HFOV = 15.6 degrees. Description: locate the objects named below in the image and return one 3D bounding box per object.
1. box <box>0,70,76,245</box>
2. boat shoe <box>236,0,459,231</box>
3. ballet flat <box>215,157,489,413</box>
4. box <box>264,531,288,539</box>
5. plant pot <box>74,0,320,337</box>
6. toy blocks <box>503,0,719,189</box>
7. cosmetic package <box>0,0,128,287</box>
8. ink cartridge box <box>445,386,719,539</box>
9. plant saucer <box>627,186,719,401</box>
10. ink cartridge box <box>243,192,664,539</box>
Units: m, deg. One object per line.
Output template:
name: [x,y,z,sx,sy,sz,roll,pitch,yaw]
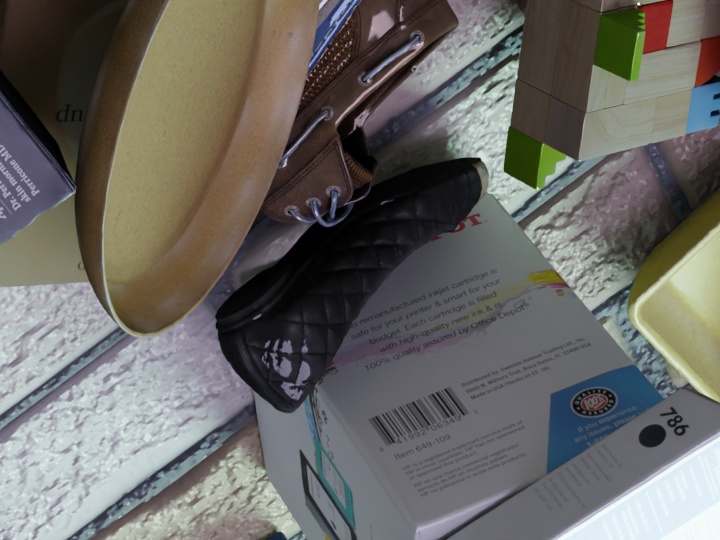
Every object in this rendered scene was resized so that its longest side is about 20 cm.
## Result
box: [-0.245,-0.061,1.039,0.182,0.104,0.200,-37,106,-1]
boat shoe: [-0.029,-0.058,1.227,0.201,0.072,0.072,-56,172,16]
ballet flat: [0.000,0.000,1.272,0.200,0.066,0.057,-40,107,-41]
box: [-0.107,0.244,1.452,0.199,0.038,0.137,-27,133,-10]
plant pot: [-0.070,-0.070,1.104,0.200,0.027,0.201,20,90,-75]
toy blocks: [0.147,-0.143,1.283,0.136,0.100,0.201,-14,121,-38]
cosmetic package: [-0.128,-0.095,1.157,0.105,0.071,0.201,-5,126,-28]
ink cartridge box: [0.121,0.124,1.218,0.199,0.039,0.100,-30,135,-6]
plant saucer: [0.254,-0.010,1.469,0.200,0.049,0.200,-43,134,5]
ink cartridge box: [0.050,0.090,1.316,0.146,0.200,0.147,-20,133,-17]
